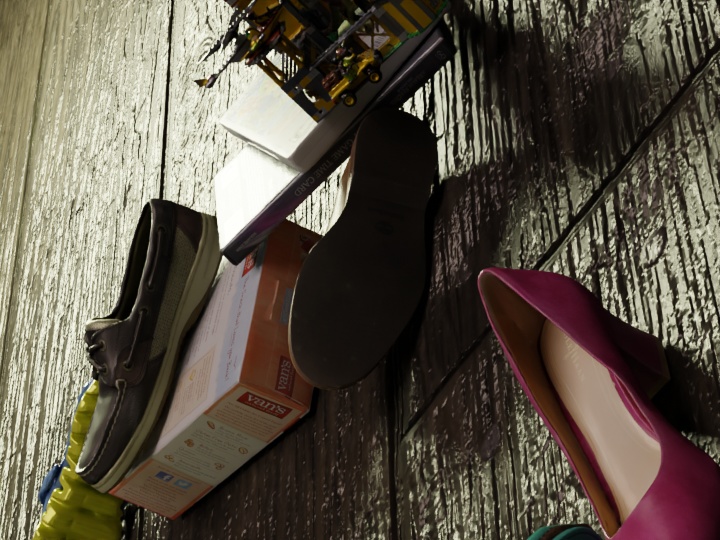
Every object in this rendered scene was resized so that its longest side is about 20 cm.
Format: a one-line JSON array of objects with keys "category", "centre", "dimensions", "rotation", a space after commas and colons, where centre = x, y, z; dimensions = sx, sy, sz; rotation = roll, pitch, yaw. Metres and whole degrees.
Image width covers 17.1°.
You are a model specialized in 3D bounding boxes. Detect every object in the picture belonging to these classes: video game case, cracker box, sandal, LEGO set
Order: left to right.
[{"category": "sandal", "centre": [-0.188, 0.129, 1.756], "dimensions": [0.200, 0.079, 0.087], "rotation": [-60, 17, 11]}, {"category": "cracker box", "centre": [-0.092, 0.067, 1.609], "dimensions": [0.200, 0.058, 0.134], "rotation": [-41, 31, 50]}, {"category": "LEGO set", "centre": [-0.031, -0.191, 1.512], "dimensions": [0.154, 0.116, 0.200], "rotation": [-39, 21, 23]}, {"category": "video game case", "centre": [-0.021, -0.136, 1.591], "dimensions": [0.143, 0.018, 0.200], "rotation": [-49, 19, -3]}, {"category": "video game case", "centre": [-0.020, -0.100, 1.575], "dimensions": [0.200, 0.019, 0.143], "rotation": [-43, 19, 12]}]

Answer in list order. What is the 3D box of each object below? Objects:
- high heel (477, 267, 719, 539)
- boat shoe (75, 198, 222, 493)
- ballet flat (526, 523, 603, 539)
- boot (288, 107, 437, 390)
[{"category": "high heel", "centre": [0.103, 0.072, 1.063], "dimensions": [0.067, 0.096, 0.200], "rotation": [-52, 24, 32]}, {"category": "boat shoe", "centre": [-0.155, 0.047, 1.607], "dimensions": [0.202, 0.066, 0.072], "rotation": [-68, 20, -6]}, {"category": "ballet flat", "centre": [0.058, 0.206, 1.063], "dimensions": [0.070, 0.067, 0.201], "rotation": [-17, 53, 54]}, {"category": "boot", "centre": [0.000, 0.000, 1.461], "dimensions": [0.076, 0.073, 0.201], "rotation": [117, 173, -54]}]
